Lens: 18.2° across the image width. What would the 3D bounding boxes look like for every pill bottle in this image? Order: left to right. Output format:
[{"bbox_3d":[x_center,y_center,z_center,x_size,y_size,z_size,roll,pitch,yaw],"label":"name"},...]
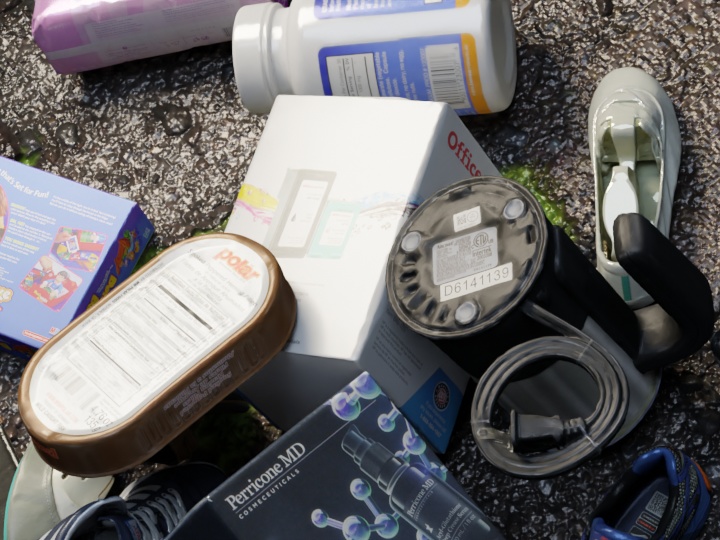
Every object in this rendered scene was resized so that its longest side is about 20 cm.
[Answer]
[{"bbox_3d":[0.010,-0.166,1.678,0.199,0.112,0.113,-3,62,15],"label":"pill bottle"}]

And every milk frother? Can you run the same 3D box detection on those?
[{"bbox_3d":[0.125,0.069,1.454,0.180,0.188,0.201,-1,62,34],"label":"milk frother"}]

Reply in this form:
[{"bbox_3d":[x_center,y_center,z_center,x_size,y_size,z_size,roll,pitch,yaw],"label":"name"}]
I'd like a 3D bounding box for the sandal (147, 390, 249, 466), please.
[{"bbox_3d":[-0.141,0.111,1.546,0.081,0.200,0.055,2,96,19],"label":"sandal"}]

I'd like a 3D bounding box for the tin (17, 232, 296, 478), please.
[{"bbox_3d":[-0.132,0.052,1.454,0.200,0.042,0.112,-39,52,-17],"label":"tin"}]

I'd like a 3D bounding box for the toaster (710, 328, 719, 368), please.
[{"bbox_3d":[0.345,0.079,1.418,0.180,0.119,0.200,-28,27,1],"label":"toaster"}]

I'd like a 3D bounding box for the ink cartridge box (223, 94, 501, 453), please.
[{"bbox_3d":[0.000,0.000,1.561,0.145,0.147,0.201,5,63,32],"label":"ink cartridge box"}]

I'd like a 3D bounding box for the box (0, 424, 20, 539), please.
[{"bbox_3d":[-0.315,0.203,1.565,0.199,0.049,0.160,-14,53,-27],"label":"box"}]

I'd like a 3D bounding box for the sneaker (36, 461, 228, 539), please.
[{"bbox_3d":[-0.145,0.175,1.505,0.200,0.108,0.070,-25,86,-38],"label":"sneaker"}]

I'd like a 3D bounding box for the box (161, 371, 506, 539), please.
[{"bbox_3d":[-0.001,0.195,1.429,0.148,0.107,0.200,-37,84,-31],"label":"box"}]

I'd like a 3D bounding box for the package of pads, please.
[{"bbox_3d":[-0.159,-0.231,1.776,0.199,0.076,0.121,-10,53,11],"label":"package of pads"}]

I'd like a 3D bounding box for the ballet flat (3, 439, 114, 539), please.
[{"bbox_3d":[-0.199,0.129,1.581,0.063,0.067,0.201,-16,38,25],"label":"ballet flat"}]

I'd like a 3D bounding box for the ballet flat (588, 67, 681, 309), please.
[{"bbox_3d":[0.193,-0.071,1.602,0.069,0.070,0.201,-4,62,14],"label":"ballet flat"}]

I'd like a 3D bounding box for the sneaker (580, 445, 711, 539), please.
[{"bbox_3d":[0.161,0.196,1.464,0.075,0.079,0.201,19,70,25],"label":"sneaker"}]

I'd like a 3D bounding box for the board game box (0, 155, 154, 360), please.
[{"bbox_3d":[-0.276,-0.014,1.720,0.199,0.045,0.135,19,70,24],"label":"board game box"}]
